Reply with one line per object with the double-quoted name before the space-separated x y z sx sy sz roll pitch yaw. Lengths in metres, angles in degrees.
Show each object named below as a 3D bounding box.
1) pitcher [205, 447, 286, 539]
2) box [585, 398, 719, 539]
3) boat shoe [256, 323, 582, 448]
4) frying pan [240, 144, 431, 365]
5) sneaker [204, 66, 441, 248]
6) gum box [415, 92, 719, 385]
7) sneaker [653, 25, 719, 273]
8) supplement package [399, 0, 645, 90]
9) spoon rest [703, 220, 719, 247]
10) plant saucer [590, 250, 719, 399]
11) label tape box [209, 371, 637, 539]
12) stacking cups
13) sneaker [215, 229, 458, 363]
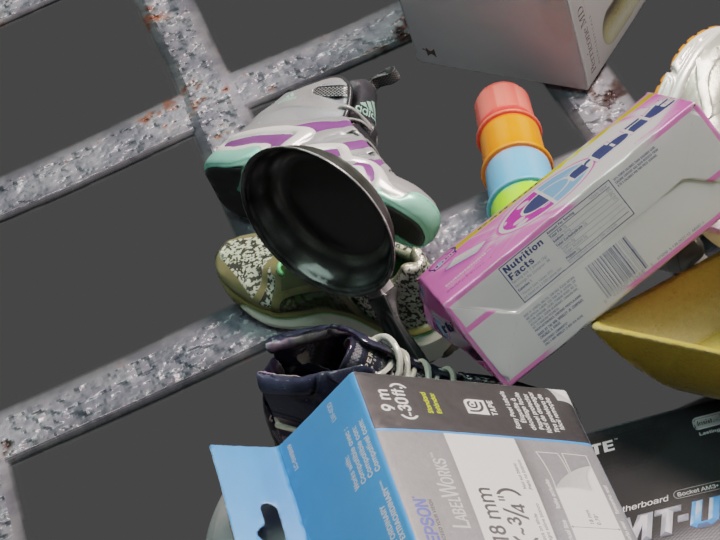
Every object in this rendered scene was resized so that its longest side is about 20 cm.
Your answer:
"pitcher" -0.035 0.181 1.119 0.121 0.172 0.200 -30 42 14
"box" 0.178 0.165 1.140 0.199 0.050 0.199 -14 44 7
"boat shoe" 0.030 0.080 1.252 0.199 0.093 0.075 -5 45 18
"frying pan" 0.005 -0.009 1.273 0.190 0.115 0.031 39 54 2
"sneaker" -0.002 -0.091 1.449 0.199 0.078 0.140 18 56 34
"gum box" 0.128 -0.018 1.233 0.200 0.066 0.114 -38 10 0
"sneaker" 0.229 -0.073 1.352 0.092 0.076 0.200 19 63 27
"supplement package" 0.133 -0.263 1.513 0.150 0.152 0.200 14 53 32
"spoon rest" 0.291 -0.056 1.259 0.199 0.061 0.099 -19 21 -28
"plant saucer" 0.269 0.033 1.181 0.200 0.049 0.200 -24 24 -37
"label tape box" 0.034 0.124 1.088 0.199 0.063 0.144 6 35 -22
"stacking cups" 0.106 -0.052 1.387 0.060 0.061 0.200 -17 39 5
"sneaker" -0.017 -0.007 1.362 0.199 0.089 0.077 12 52 32
